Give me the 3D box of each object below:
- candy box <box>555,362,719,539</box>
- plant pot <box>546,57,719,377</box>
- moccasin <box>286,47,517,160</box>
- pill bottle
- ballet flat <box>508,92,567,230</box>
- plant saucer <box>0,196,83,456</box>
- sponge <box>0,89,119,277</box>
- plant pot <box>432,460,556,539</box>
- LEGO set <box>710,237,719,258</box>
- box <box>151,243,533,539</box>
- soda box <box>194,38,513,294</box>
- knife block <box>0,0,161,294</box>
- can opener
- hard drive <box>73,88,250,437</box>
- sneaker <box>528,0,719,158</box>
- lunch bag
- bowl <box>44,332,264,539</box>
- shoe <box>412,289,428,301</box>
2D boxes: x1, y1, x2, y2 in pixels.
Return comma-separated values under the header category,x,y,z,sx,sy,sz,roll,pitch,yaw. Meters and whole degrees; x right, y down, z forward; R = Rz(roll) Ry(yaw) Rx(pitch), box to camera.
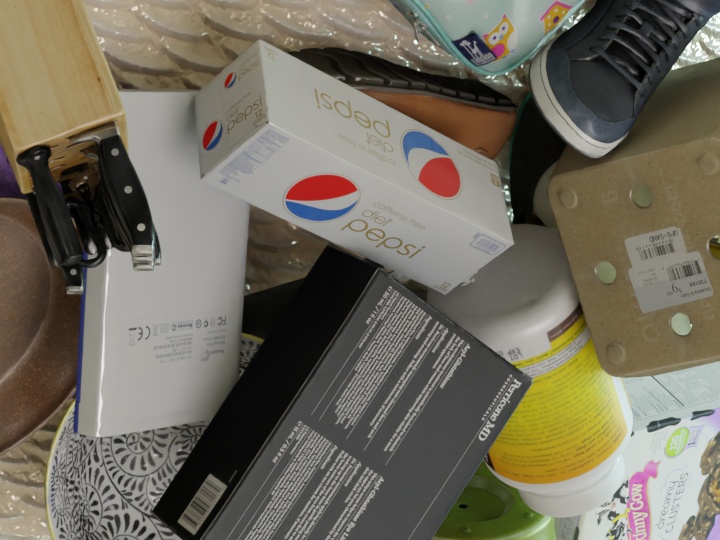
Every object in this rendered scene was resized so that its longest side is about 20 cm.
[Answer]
category,x,y,z,sx,sy,sz,roll,pitch,yaw
candy box,0.226,0.157,1.939,0.200,0.072,0.168,-12,129,-31
plant pot,0.233,-0.030,1.619,0.177,0.200,0.200,-24,98,-52
moccasin,0.013,-0.093,1.587,0.201,0.074,0.078,6,110,-51
pill bottle,0.120,0.073,1.698,0.109,0.109,0.200,-32,131,-13
ballet flat,0.138,-0.031,1.727,0.068,0.068,0.200,-19,132,-28
plant saucer,-0.241,0.034,1.466,0.200,0.037,0.201,-21,134,-23
sponge,-0.233,-0.041,1.460,0.200,0.030,0.112,-16,131,-28
plant pot,0.071,0.247,1.821,0.200,0.200,0.193,-12,117,-31
LEGO set,0.278,-0.045,1.824,0.154,0.116,0.200,-51,152,-40
box,-0.010,0.108,1.540,0.141,0.079,0.200,36,85,-28
soda box,-0.002,-0.059,1.503,0.200,0.068,0.064,25,132,-36
knife block,-0.163,-0.093,1.339,0.064,0.176,0.200,-20,120,-11
can opener,0.000,0.000,1.629,0.200,0.067,0.053,-22,170,1
hard drive,-0.115,-0.007,1.501,0.132,0.025,0.200,-5,101,-54
sneaker,0.186,-0.163,1.571,0.146,0.077,0.202,-44,-172,36
lunch bag,0.091,-0.224,1.534,0.200,0.077,0.160,-45,138,1
bowl,-0.108,0.130,1.620,0.200,0.094,0.201,-2,98,-13
shoe,-0.001,0.108,1.725,0.200,0.071,0.091,-42,133,-9
